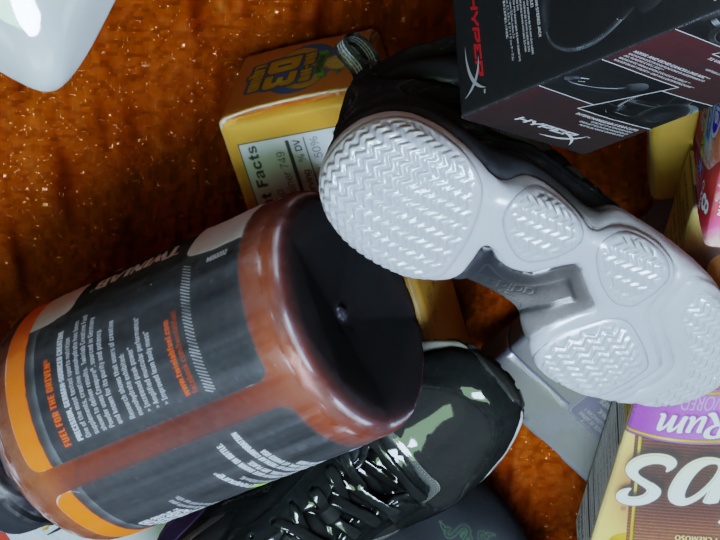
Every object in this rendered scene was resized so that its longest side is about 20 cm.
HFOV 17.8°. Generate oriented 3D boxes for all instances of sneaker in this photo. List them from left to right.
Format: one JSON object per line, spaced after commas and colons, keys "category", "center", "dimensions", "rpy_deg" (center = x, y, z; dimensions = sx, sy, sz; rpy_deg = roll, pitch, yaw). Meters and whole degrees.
{"category": "sneaker", "center": [-0.013, 0.107, 0.984], "dimensions": [0.200, 0.088, 0.076], "rpy_deg": [-35, 106, 31]}
{"category": "sneaker", "center": [0.070, -0.029, 0.919], "dimensions": [0.200, 0.114, 0.075], "rpy_deg": [29, 122, -25]}

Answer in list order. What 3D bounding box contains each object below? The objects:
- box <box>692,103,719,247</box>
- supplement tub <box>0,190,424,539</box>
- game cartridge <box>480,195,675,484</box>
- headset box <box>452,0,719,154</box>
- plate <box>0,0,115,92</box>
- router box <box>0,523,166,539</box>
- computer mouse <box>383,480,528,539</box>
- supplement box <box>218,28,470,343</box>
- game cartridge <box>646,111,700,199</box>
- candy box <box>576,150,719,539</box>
{"category": "box", "center": [0.237, -0.059, 0.904], "dimensions": [0.199, 0.096, 0.100], "rpy_deg": [8, 120, 1]}
{"category": "supplement tub", "center": [-0.080, 0.048, 0.957], "dimensions": [0.199, 0.107, 0.107], "rpy_deg": [-23, 115, 29]}
{"category": "game cartridge", "center": [0.164, 0.068, 1.053], "dimensions": [0.130, 0.038, 0.200], "rpy_deg": [-38, 110, 27]}
{"category": "headset box", "center": [0.125, -0.144, 0.820], "dimensions": [0.077, 0.150, 0.200], "rpy_deg": [12, 156, -43]}
{"category": "plate", "center": [-0.153, -0.200, 0.876], "dimensions": [0.200, 0.032, 0.200], "rpy_deg": [30, 88, -8]}
{"category": "router box", "center": [-0.082, 0.132, 1.100], "dimensions": [0.179, 0.049, 0.200], "rpy_deg": [-24, 114, 17]}
{"category": "computer mouse", "center": [0.063, 0.177, 1.076], "dimensions": [0.138, 0.053, 0.201], "rpy_deg": [-36, 113, -27]}
{"category": "supplement box", "center": [0.000, 0.000, 1.010], "dimensions": [0.068, 0.067, 0.201], "rpy_deg": [-8, 117, 14]}
{"category": "game cartridge", "center": [0.203, -0.126, 0.944], "dimensions": [0.175, 0.032, 0.201], "rpy_deg": [-2, 117, 6]}
{"category": "candy box", "center": [0.172, 0.057, 0.997], "dimensions": [0.116, 0.057, 0.201], "rpy_deg": [11, 121, -2]}
